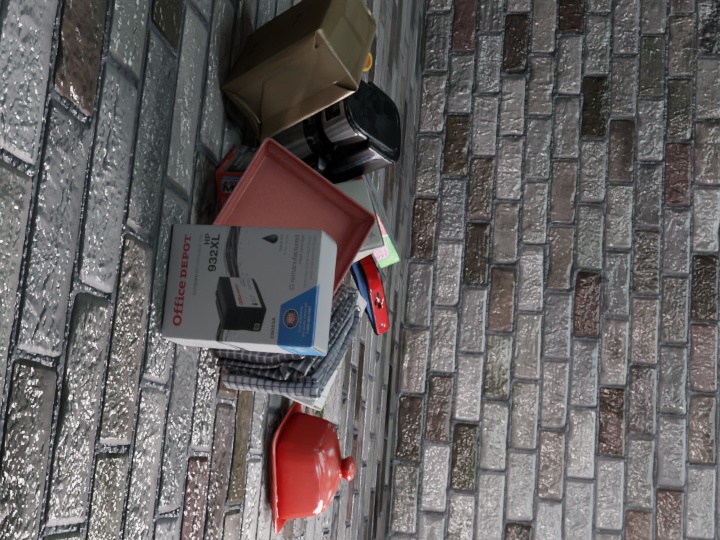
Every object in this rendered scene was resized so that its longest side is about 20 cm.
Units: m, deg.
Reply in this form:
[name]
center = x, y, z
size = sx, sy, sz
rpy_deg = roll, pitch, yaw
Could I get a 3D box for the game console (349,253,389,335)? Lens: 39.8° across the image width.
[game console]
center = 0.000, 0.000, 1.702
size = 0.201, 0.031, 0.178
rpy_deg = 80, -14, -57

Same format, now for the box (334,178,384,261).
[box]
center = -0.065, -0.057, 1.556
size = 0.200, 0.126, 0.111
rpy_deg = -28, -103, 66

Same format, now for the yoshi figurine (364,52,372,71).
[yoshi figurine]
center = -0.053, -0.307, 1.644
size = 0.112, 0.198, 0.113
rpy_deg = -38, 115, -32

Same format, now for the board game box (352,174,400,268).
[board game box]
center = 0.007, -0.123, 1.741
size = 0.201, 0.040, 0.155
rpy_deg = 60, 10, -50

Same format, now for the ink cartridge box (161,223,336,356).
[ink cartridge box]
center = -0.138, 0.023, 1.242
size = 0.084, 0.196, 0.148
rpy_deg = 40, 54, -75

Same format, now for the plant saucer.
[plant saucer]
center = -0.105, -0.044, 1.372
size = 0.202, 0.198, 0.037
rpy_deg = -59, -161, -10

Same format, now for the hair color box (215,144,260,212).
[hair color box]
center = -0.162, -0.071, 1.468
size = 0.111, 0.063, 0.203
rpy_deg = -69, 160, -62

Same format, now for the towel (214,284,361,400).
[towel]
center = -0.106, 0.091, 1.465
size = 0.201, 0.163, 0.087
rpy_deg = -57, 144, -48

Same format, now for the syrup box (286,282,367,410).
[syrup box]
center = -0.066, 0.118, 1.622
size = 0.079, 0.080, 0.203
rpy_deg = 53, 59, -73

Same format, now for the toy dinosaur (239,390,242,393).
[toy dinosaur]
center = -0.165, 0.115, 1.577
size = 0.106, 0.060, 0.204
rpy_deg = 31, 54, -47

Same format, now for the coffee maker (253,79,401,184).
[coffee maker]
center = -0.036, -0.199, 1.531
size = 0.191, 0.198, 0.137
rpy_deg = -3, 78, -56

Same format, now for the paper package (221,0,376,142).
[paper package]
center = -0.086, -0.310, 1.454
size = 0.104, 0.189, 0.201
rpy_deg = 51, 29, -27

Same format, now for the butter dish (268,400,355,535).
[butter dish]
center = -0.082, 0.356, 1.813
size = 0.200, 0.145, 0.203
rpy_deg = -58, 150, -71
